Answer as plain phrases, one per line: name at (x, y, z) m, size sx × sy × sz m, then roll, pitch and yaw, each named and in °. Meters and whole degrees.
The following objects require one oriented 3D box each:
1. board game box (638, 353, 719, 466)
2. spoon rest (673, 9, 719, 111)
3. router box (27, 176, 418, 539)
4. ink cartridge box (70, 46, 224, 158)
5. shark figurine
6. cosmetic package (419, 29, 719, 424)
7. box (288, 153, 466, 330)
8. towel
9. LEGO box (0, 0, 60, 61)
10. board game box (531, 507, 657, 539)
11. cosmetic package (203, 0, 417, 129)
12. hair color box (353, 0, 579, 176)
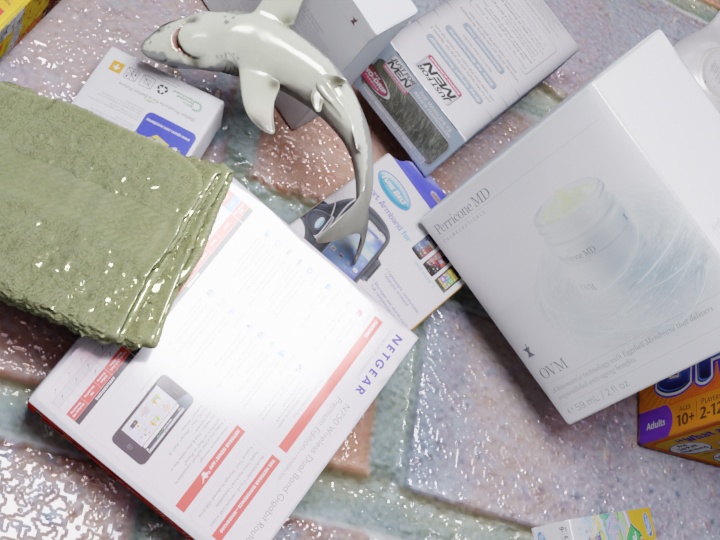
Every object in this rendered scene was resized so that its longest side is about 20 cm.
board game box at (0.368, 0.048, 0.955) m, size 0.197 × 0.200 × 0.203 m, roll 16°, pitch 65°, yaw -21°
spoon rest at (0.360, -0.218, 1.143) m, size 0.099 × 0.061 × 0.201 m, roll 36°, pitch 73°, yaw -9°
router box at (-0.089, 0.068, 0.775) m, size 0.179 × 0.049 × 0.201 m, roll 40°, pitch 72°, yaw -5°
ink cartridge box at (-0.179, -0.058, 0.802) m, size 0.094 × 0.037 × 0.202 m, roll 26°, pitch 59°, yaw 1°
shark figurine at (-0.039, -0.120, 0.833) m, size 0.128 × 0.089 × 0.215 m, roll -43°, pitch 92°, yaw -4°
cosmetic package at (0.185, -0.027, 0.855) m, size 0.123 × 0.199 × 0.201 m, roll -35°, pitch 88°, yaw -43°
box at (0.000, 0.000, 0.882) m, size 0.199 × 0.041 × 0.120 m, roll -37°, pitch 91°, yaw -35°
towel at (-0.193, -0.038, 0.743) m, size 0.197 × 0.037 × 0.150 m, roll 20°, pitch 61°, yaw 8°
LEGO box at (-0.308, -0.232, 0.789) m, size 0.199 × 0.077 × 0.150 m, roll 39°, pitch 59°, yaw -9°
board game box at (0.193, 0.281, 0.847) m, size 0.133 × 0.034 × 0.203 m, roll 8°, pitch 66°, yaw -51°
cosmetic package at (-0.062, -0.228, 0.869) m, size 0.051 × 0.151 × 0.201 m, roll -34°, pitch 89°, yaw -32°
hair color box at (0.091, -0.171, 0.960) m, size 0.099 × 0.061 × 0.200 m, roll 51°, pitch 47°, yaw -1°
